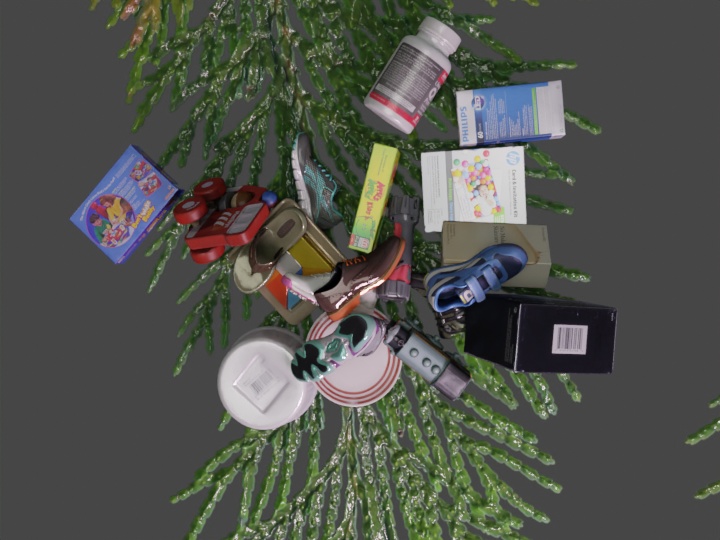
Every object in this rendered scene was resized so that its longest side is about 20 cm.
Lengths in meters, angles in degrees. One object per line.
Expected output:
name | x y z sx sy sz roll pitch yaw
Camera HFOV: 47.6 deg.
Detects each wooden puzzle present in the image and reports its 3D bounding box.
wooden puzzle | -0.136 -0.012 1.588 0.185 0.037 0.200 -41 100 20

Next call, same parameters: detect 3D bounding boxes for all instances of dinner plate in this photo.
dinner plate | -0.014 0.165 1.603 0.198 0.024 0.203 2 81 -13

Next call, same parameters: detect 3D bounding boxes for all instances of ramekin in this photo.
ramekin | -0.186 0.216 1.611 0.198 0.098 0.203 0 93 6

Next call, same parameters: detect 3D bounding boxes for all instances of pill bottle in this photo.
pill bottle | 0.102 -0.371 1.545 0.110 0.111 0.201 33 96 4

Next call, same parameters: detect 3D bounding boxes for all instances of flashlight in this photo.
flashlight | 0.070 -0.042 1.568 0.067 0.068 0.203 11 74 -22

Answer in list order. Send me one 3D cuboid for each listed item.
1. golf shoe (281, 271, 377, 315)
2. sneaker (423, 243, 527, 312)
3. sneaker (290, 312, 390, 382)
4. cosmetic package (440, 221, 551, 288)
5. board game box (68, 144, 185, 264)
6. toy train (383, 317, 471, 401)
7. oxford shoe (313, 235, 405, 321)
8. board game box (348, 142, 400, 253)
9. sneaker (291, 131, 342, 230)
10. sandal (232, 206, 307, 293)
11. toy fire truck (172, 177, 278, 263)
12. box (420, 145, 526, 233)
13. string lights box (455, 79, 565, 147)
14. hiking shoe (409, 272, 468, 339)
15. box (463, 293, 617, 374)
golf shoe | -0.054 0.027 1.550 0.198 0.075 0.092 20 95 -26
sneaker | 0.207 0.019 1.455 0.198 0.083 0.074 -25 119 20
sneaker | -0.027 0.149 1.543 0.199 0.139 0.078 -32 72 25
cosmetic package | 0.251 -0.030 1.536 0.197 0.074 0.104 1 49 2
board game box | -0.471 -0.133 1.651 0.134 0.045 0.200 43 96 3
toy train | 0.127 0.166 1.559 0.199 0.114 0.085 39 94 -5
oxford shoe | 0.000 0.000 1.491 0.200 0.071 0.073 -46 111 -9
board game box | 0.028 -0.137 1.568 0.047 0.102 0.202 15 94 5
sneaker | -0.082 -0.173 1.598 0.090 0.078 0.203 -10 101 3
sandal | -0.179 -0.040 1.543 0.080 0.057 0.201 40 110 -1
toy fire truck | -0.244 -0.103 1.549 0.166 0.201 0.113 -4 122 23
box | 0.218 -0.155 1.579 0.197 0.041 0.158 -2 93 5
string lights box | 0.283 -0.296 1.555 0.197 0.059 0.104 -4 92 6
hiking shoe | 0.166 0.079 1.577 0.199 0.076 0.101 29 92 3
box | 0.318 0.109 1.471 0.198 0.198 0.125 4 92 -20
